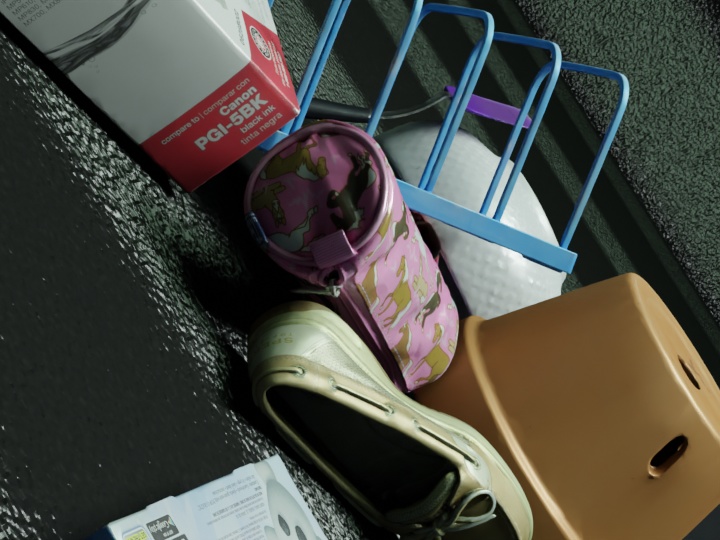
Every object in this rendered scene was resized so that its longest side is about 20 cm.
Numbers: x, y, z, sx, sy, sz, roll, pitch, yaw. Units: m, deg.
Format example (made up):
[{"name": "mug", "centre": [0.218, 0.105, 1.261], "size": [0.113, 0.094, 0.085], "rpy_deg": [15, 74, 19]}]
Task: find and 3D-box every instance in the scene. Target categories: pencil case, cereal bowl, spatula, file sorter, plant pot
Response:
[{"name": "pencil case", "centre": [0.000, 0.000, 1.062], "size": [0.083, 0.087, 0.200], "rpy_deg": [32, -12, 24]}, {"name": "cereal bowl", "centre": [0.085, -0.018, 1.362], "size": [0.201, 0.083, 0.200], "rpy_deg": [63, -3, 6]}, {"name": "spatula", "centre": [0.022, -0.109, 1.315], "size": [0.057, 0.199, 0.021], "rpy_deg": [-119, -150, -66]}, {"name": "file sorter", "centre": [0.034, -0.098, 1.154], "size": [0.199, 0.123, 0.139], "rpy_deg": [21, 2, -21]}, {"name": "plant pot", "centre": [0.139, 0.094, 1.173], "size": [0.200, 0.140, 0.200], "rpy_deg": [52, 15, -20]}]

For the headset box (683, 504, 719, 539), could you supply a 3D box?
[{"name": "headset box", "centre": [0.259, 0.230, 1.318], "size": [0.093, 0.199, 0.175], "rpy_deg": [67, 4, -45]}]

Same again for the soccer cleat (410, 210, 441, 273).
[{"name": "soccer cleat", "centre": [0.021, -0.013, 1.264], "size": [0.068, 0.073, 0.200], "rpy_deg": [53, 14, -14]}]

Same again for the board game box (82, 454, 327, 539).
[{"name": "board game box", "centre": [-0.026, 0.176, 0.745], "size": [0.200, 0.043, 0.200], "rpy_deg": [59, 13, 7]}]

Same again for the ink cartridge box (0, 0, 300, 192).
[{"name": "ink cartridge box", "centre": [-0.130, -0.161, 1.036], "size": [0.200, 0.083, 0.147], "rpy_deg": [45, 18, -39]}]

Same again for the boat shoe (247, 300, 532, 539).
[{"name": "boat shoe", "centre": [0.016, 0.100, 1.012], "size": [0.201, 0.073, 0.063], "rpy_deg": [48, 23, -26]}]
